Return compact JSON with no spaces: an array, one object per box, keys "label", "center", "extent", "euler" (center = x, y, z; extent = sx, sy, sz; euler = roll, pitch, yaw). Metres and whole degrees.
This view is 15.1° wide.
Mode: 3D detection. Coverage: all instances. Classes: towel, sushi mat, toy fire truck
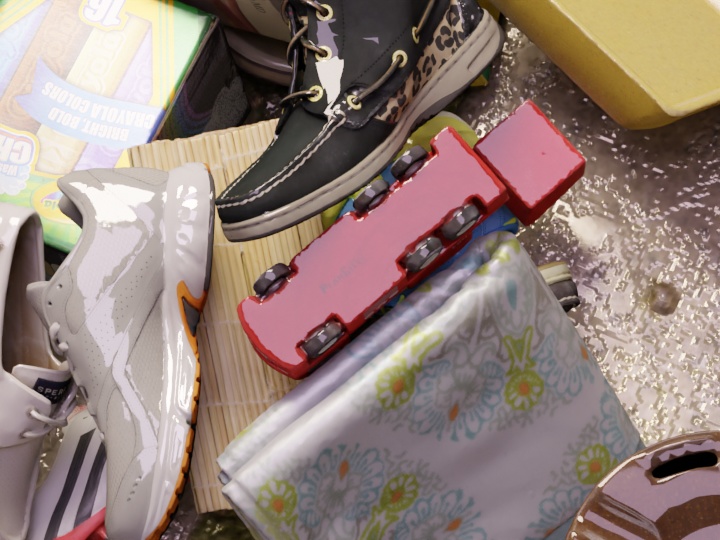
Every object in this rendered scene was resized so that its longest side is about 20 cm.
[{"label":"towel","center":[0.039,0.100,1.388],"extent":[0.200,0.171,0.048],"euler":[-39,38,-8]},{"label":"sushi mat","center":[-0.058,0.022,1.415],"extent":[0.096,0.012,0.200],"euler":[-10,83,-13]},{"label":"toy fire truck","center":[0.027,-0.016,1.395],"extent":[0.200,0.141,0.049],"euler":[-41,80,-4]}]

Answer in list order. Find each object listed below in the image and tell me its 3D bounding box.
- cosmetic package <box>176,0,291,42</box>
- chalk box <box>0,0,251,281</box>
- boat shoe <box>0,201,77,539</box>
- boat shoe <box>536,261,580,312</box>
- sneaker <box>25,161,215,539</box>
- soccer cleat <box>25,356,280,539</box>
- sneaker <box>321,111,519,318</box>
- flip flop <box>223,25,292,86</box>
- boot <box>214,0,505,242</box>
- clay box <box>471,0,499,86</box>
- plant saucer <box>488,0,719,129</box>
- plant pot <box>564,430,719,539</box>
[{"label":"cosmetic package","center":[-0.112,-0.199,1.479],"extent":[0.200,0.103,0.087],"euler":[16,75,25]},{"label":"chalk box","center":[-0.165,-0.053,1.490],"extent":[0.124,0.124,0.200],"euler":[24,73,14]},{"label":"boat shoe","center":[-0.182,0.061,1.403],"extent":[0.070,0.071,0.200],"euler":[1,99,20]},{"label":"boat shoe","center":[0.040,0.071,1.450],"extent":[0.201,0.072,0.066],"euler":[-34,78,2]},{"label":"sneaker","center":[-0.125,0.042,1.363],"extent":[0.092,0.076,0.200],"euler":[5,77,-3]},{"label":"soccer cleat","center":[-0.113,0.088,1.458],"extent":[0.200,0.069,0.085],"euler":[-44,63,2]},{"label":"sneaker","center":[0.000,0.000,1.475],"extent":[0.200,0.076,0.105],"euler":[-37,70,-8]},{"label":"flip flop","center":[-0.062,-0.168,1.540],"extent":[0.200,0.058,0.081],"euler":[44,37,24]},{"label":"boot","center":[-0.029,-0.123,1.364],"extent":[0.204,0.073,0.154],"euler":[-43,112,-32]},{"label":"clay box","center":[0.044,-0.192,1.516],"extent":[0.048,0.115,0.200],"euler":[0,69,26]},{"label":"plant saucer","center":[0.146,-0.153,1.484],"extent":[0.200,0.048,0.200],"euler":[46,39,20]},{"label":"plant pot","center":[0.177,0.176,1.323],"extent":[0.200,0.198,0.200],"euler":[-2,70,6]}]
